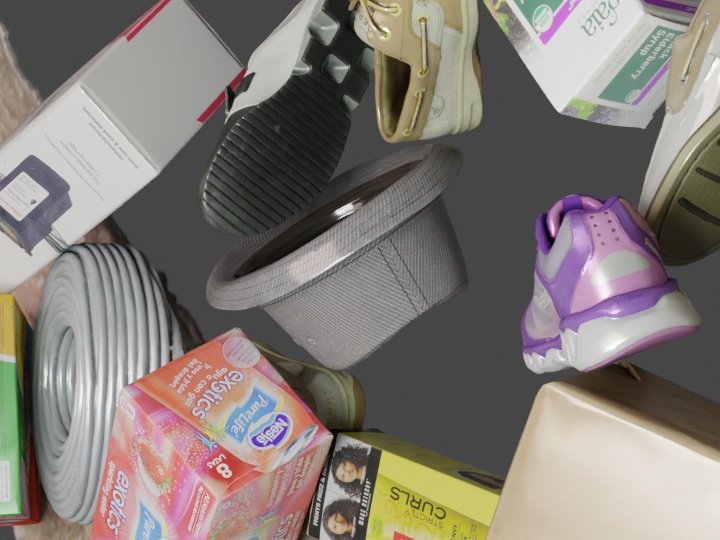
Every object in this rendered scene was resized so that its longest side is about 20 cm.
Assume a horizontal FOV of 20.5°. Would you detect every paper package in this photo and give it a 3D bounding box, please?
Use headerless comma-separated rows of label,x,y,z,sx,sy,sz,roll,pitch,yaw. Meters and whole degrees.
paper package,0.157,0.173,1.023,0.190,0.103,0.202,24,104,24

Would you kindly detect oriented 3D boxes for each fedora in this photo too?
fedora,0.000,0.000,1.221,0.091,0.176,0.200,58,159,-9

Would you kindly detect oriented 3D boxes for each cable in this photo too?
cable,-0.183,0.082,1.396,0.201,0.069,0.201,-111,32,-44

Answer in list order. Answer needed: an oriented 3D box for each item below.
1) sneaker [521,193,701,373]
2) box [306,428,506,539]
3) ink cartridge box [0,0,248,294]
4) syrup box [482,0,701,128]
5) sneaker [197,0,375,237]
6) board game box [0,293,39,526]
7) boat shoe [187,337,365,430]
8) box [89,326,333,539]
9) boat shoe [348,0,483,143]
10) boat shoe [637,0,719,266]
sneaker,0.123,0.004,1.064,0.200,0.080,0.089,135,113,-83
box,0.054,0.155,1.198,0.199,0.050,0.076,18,99,45
ink cartridge box,-0.192,-0.087,1.399,0.084,0.145,0.200,48,130,-11
syrup box,0.115,-0.182,1.145,0.079,0.081,0.201,-51,52,32
sneaker,-0.049,-0.103,1.285,0.088,0.074,0.201,-4,49,58
board game box,-0.262,0.106,1.454,0.200,0.040,0.154,122,145,-80
boat shoe,-0.083,0.085,1.336,0.200,0.063,0.074,11,95,47
box,-0.100,0.148,1.268,0.103,0.094,0.201,46,143,22
boat shoe,0.029,-0.149,1.164,0.201,0.066,0.074,78,166,-45
boat shoe,0.201,-0.098,1.063,0.201,0.074,0.068,-62,37,20
